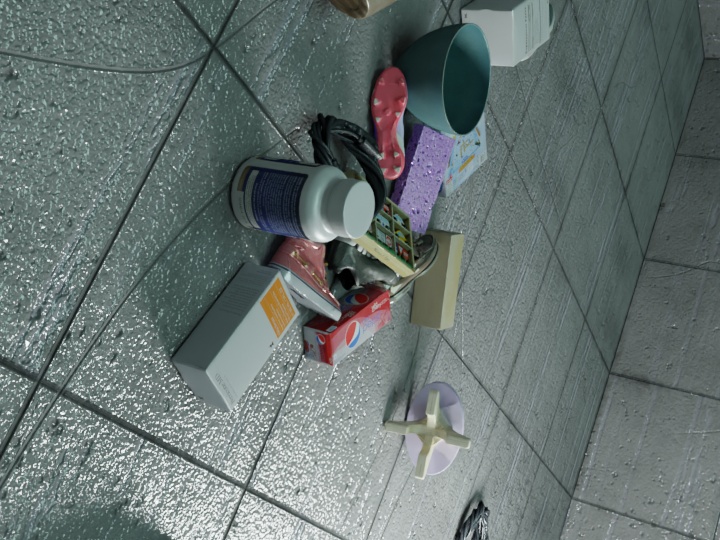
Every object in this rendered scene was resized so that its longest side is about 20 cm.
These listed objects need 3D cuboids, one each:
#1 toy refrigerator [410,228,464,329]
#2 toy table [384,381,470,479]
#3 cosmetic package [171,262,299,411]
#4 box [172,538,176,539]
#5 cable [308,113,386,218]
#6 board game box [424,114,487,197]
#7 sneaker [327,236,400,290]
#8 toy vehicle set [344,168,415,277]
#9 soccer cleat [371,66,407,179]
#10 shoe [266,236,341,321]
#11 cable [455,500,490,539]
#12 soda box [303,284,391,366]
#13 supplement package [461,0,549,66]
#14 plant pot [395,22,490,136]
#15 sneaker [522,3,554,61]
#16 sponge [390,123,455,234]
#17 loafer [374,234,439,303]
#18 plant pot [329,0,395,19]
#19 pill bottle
[{"bbox_3d":[0.164,0.017,1.840,0.070,0.075,0.202,-7,105,-58],"label":"toy refrigerator"},{"bbox_3d":[0.151,0.344,1.848,0.117,0.182,0.203,-1,89,-74],"label":"toy table"},{"bbox_3d":[-0.183,0.096,1.300,0.201,0.071,0.102,-56,143,-31],"label":"cosmetic package"},{"bbox_3d":[-0.296,0.515,1.227,0.176,0.096,0.202,-10,108,-58],"label":"box"},{"bbox_3d":[-0.026,-0.170,1.431,0.199,0.050,0.165,29,59,-52],"label":"cable"},{"bbox_3d":[0.204,-0.288,1.836,0.200,0.041,0.201,-42,134,-44],"label":"board game box"},{"bbox_3d":[0.000,0.000,1.576,0.200,0.066,0.091,34,75,-50],"label":"sneaker"},{"bbox_3d":[0.033,-0.082,1.561,0.200,0.026,0.125,34,44,-48],"label":"toy vehicle set"},{"bbox_3d":[0.054,-0.269,1.591,0.077,0.066,0.203,-81,170,-79],"label":"soccer cleat"},{"bbox_3d":[-0.076,0.008,1.444,0.200,0.071,0.092,43,69,-50],"label":"shoe"},{"bbox_3d":[0.295,0.715,2.323,0.162,0.050,0.202,8,95,-54],"label":"cable"},{"bbox_3d":[-0.021,0.095,1.574,0.200,0.063,0.071,-35,128,-49],"label":"soda box"},{"bbox_3d":[0.313,-0.527,1.860,0.200,0.120,0.121,-42,134,-44],"label":"supplement package"},{"bbox_3d":[0.141,-0.359,1.620,0.200,0.134,0.202,-25,121,-53],"label":"plant pot"},{"bbox_3d":[0.396,-0.595,2.019,0.201,0.083,0.121,-57,153,-29],"label":"sneaker"},{"bbox_3d":[0.117,-0.179,1.707,0.111,0.030,0.202,14,96,-50],"label":"sponge"},{"bbox_3d":[0.093,-0.017,1.723,0.200,0.071,0.063,-49,131,-36],"label":"loafer"},{"bbox_3d":[0.022,-0.497,1.355,0.174,0.199,0.201,-48,140,-15],"label":"plant pot"},{"bbox_3d":[-0.083,-0.103,1.273,0.111,0.198,0.112,-25,121,-52],"label":"pill bottle"}]
